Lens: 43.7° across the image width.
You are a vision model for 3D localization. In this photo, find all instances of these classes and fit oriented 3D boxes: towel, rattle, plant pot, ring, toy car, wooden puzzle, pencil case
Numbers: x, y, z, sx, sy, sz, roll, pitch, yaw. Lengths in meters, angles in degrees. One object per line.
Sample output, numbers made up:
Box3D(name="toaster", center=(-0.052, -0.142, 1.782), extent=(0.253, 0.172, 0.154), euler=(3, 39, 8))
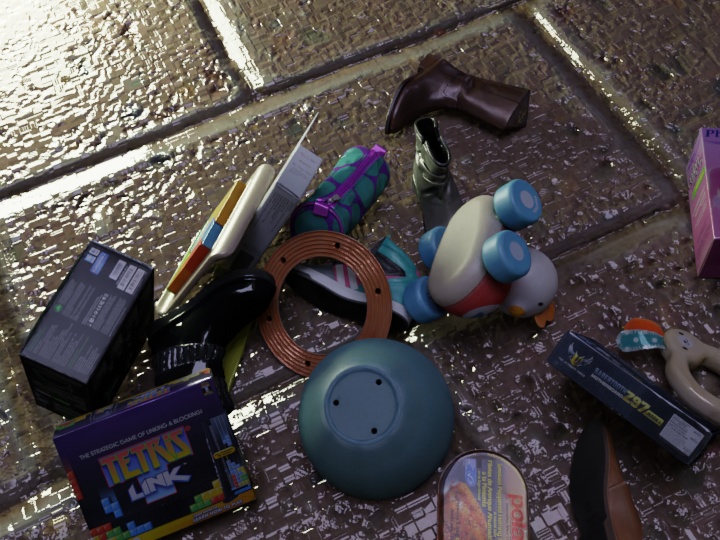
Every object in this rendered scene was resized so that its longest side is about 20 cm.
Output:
Box3D(name="towel", center=(-0.193, 0.081, 1.264), extent=(0.085, 0.018, 0.201), euler=(6, 58, 15))
Box3D(name="rattle", center=(0.433, 0.090, 1.125), extent=(0.129, 0.143, 0.200), euler=(-24, 57, -23))
Box3D(name="plant pot", center=(0.012, 0.171, 1.082), extent=(0.198, 0.135, 0.202), euler=(-2, 74, 7))
Box3D(name="ring", center=(-0.049, 0.047, 1.207), extent=(0.199, 0.019, 0.203), euler=(1, 93, 19))
Box3D(name="toy car", center=(0.196, 0.017, 1.191), extent=(0.199, 0.184, 0.178), euler=(37, 48, -20))
Box3D(name="wooden puzzle", center=(-0.207, -0.045, 1.241), extent=(0.037, 0.200, 0.186), euler=(36, 46, -17))
Box3D(name="pencil case", center=(-0.025, -0.104, 1.290), extent=(0.085, 0.093, 0.200), euler=(32, 40, 2))

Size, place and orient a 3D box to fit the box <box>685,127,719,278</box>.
Box3D(name="box", center=(0.567, -0.094, 1.267), extent=(0.174, 0.097, 0.201), euler=(4, 56, 7))

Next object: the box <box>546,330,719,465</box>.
Box3D(name="box", center=(0.334, 0.152, 1.090), extent=(0.200, 0.157, 0.051), euler=(38, 98, 26))

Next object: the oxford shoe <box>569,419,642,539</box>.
Box3D(name="oxford shoe", center=(0.299, 0.278, 1.075), extent=(0.071, 0.071, 0.201), euler=(16, 54, -19))

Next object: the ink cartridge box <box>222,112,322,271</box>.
Box3D(name="ink cartridge box", center=(-0.112, -0.103, 1.271), extent=(0.043, 0.200, 0.174), euler=(33, 45, -7))

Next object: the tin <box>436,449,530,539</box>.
Box3D(name="tin", center=(0.146, 0.314, 1.069), extent=(0.111, 0.042, 0.201), euler=(0, 57, 9))

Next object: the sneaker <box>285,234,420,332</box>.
Box3D(name="sneaker", center=(0.000, 0.000, 1.260), extent=(0.199, 0.084, 0.121), euler=(19, 58, 19))

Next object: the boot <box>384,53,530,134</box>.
Box3D(name="boot", center=(0.159, -0.254, 1.432), extent=(0.199, 0.064, 0.187), euler=(27, 65, 15))

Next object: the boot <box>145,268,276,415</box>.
Box3D(name="boot", center=(-0.186, 0.108, 1.172), extent=(0.210, 0.079, 0.159), euler=(-32, 50, 15))

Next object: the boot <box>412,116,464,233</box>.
Box3D(name="boot", center=(0.116, -0.117, 1.298), extent=(0.067, 0.131, 0.201), euler=(-17, 57, -7))

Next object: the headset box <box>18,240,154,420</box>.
Box3D(name="headset box", center=(-0.346, 0.091, 1.166), extent=(0.092, 0.200, 0.175), euler=(24, 61, 0))

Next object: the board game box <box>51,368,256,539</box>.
Box3D(name="board game box", center=(-0.246, 0.233, 1.087), extent=(0.198, 0.057, 0.167), euler=(-21, 102, -9))
